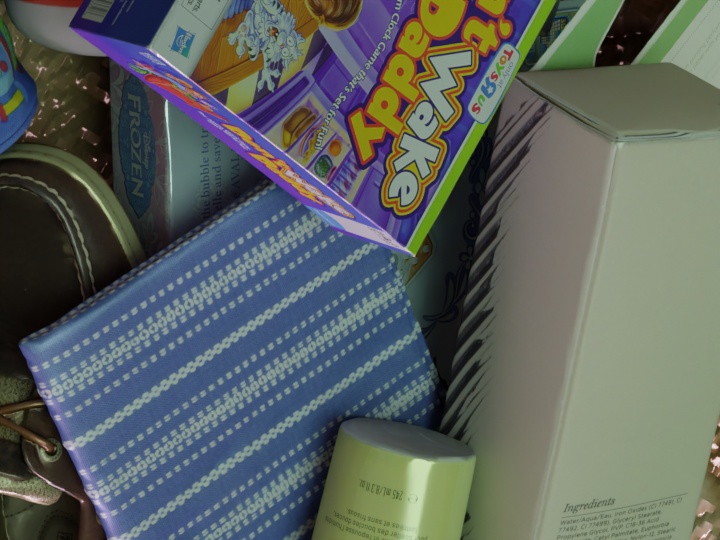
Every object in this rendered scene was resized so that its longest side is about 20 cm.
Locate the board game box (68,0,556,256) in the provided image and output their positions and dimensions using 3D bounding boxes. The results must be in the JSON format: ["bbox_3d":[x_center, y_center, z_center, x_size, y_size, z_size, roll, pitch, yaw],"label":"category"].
[{"bbox_3d":[0.012,-0.125,0.764,0.134,0.045,0.200,36,79,-41],"label":"board game box"}]

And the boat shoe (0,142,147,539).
[{"bbox_3d":[-0.114,0.058,0.828,0.072,0.072,0.201,9,114,16],"label":"boat shoe"}]

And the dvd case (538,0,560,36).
[{"bbox_3d":[0.021,-0.182,0.798,0.200,0.016,0.149,22,86,-42],"label":"dvd case"}]

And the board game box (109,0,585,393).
[{"bbox_3d":[0.000,0.000,0.909,0.199,0.043,0.201,-12,109,-36],"label":"board game box"}]

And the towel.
[{"bbox_3d":[-0.031,0.066,0.858,0.145,0.024,0.200,-35,124,-24],"label":"towel"}]

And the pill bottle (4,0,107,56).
[{"bbox_3d":[-0.074,-0.179,0.802,0.112,0.112,0.201,-11,109,-23],"label":"pill bottle"}]

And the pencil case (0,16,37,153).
[{"bbox_3d":[-0.181,-0.120,0.785,0.087,0.078,0.200,-22,115,3],"label":"pencil case"}]

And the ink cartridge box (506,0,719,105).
[{"bbox_3d":[0.122,-0.052,0.934,0.146,0.048,0.200,-51,131,-19],"label":"ink cartridge box"}]

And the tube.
[{"bbox_3d":[-0.003,0.155,0.858,0.052,0.058,0.201,6,101,-36],"label":"tube"}]

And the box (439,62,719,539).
[{"bbox_3d":[0.084,0.030,0.856,0.082,0.068,0.201,-5,117,-33],"label":"box"}]
